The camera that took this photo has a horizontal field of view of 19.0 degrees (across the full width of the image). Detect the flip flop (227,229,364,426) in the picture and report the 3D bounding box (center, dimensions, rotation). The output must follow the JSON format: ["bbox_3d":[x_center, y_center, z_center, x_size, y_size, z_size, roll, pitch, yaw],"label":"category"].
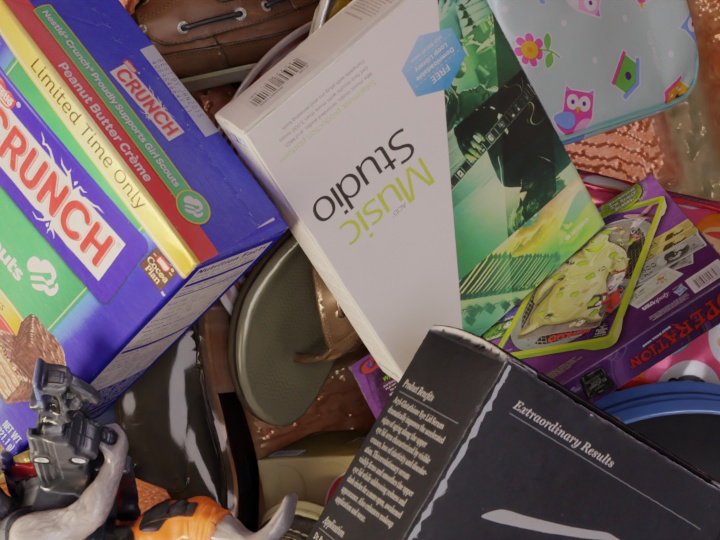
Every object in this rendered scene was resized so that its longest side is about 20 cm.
[{"bbox_3d":[0.000,0.000,1.167,0.200,0.058,0.081,-52,133,3],"label":"flip flop"}]

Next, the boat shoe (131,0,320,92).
[{"bbox_3d":[-0.104,-0.129,1.194,0.200,0.072,0.068,-10,97,-23],"label":"boat shoe"}]

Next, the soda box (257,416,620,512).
[{"bbox_3d":[0.046,0.124,1.183,0.200,0.064,0.068,-5,98,32],"label":"soda box"}]

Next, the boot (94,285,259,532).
[{"bbox_3d":[-0.109,0.105,1.217,0.097,0.075,0.200,0,95,7],"label":"boot"}]

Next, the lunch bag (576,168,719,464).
[{"bbox_3d":[0.149,0.036,1.253,0.200,0.082,0.176,12,95,-10],"label":"lunch bag"}]

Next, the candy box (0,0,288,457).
[{"bbox_3d":[-0.158,-0.026,1.104,0.169,0.200,0.077,53,40,8],"label":"candy box"}]

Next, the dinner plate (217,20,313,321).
[{"bbox_3d":[-0.013,-0.050,1.203,0.200,0.024,0.200,-17,117,-37],"label":"dinner plate"}]

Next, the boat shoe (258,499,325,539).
[{"bbox_3d":[0.011,0.212,1.166,0.200,0.073,0.065,48,43,-9],"label":"boat shoe"}]

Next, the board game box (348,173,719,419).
[{"bbox_3d":[0.097,0.035,1.145,0.200,0.120,0.032,-33,126,3],"label":"board game box"}]

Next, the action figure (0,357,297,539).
[{"bbox_3d":[-0.129,0.135,1.094,0.193,0.200,0.105,9,59,14],"label":"action figure"}]

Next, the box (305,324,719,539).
[{"bbox_3d":[0.060,0.150,1.035,0.148,0.104,0.200,33,86,-20],"label":"box"}]

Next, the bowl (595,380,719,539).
[{"bbox_3d":[0.178,0.147,1.238,0.201,0.039,0.201,-1,125,-2],"label":"bowl"}]

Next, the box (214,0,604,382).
[{"bbox_3d":[0.031,-0.050,1.105,0.144,0.036,0.200,-41,129,-10],"label":"box"}]

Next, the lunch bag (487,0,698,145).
[{"bbox_3d":[0.096,-0.169,1.204,0.160,0.077,0.200,-21,97,-31],"label":"lunch bag"}]

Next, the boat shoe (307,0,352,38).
[{"bbox_3d":[0.020,-0.161,1.106,0.071,0.070,0.200,29,97,1],"label":"boat shoe"}]
